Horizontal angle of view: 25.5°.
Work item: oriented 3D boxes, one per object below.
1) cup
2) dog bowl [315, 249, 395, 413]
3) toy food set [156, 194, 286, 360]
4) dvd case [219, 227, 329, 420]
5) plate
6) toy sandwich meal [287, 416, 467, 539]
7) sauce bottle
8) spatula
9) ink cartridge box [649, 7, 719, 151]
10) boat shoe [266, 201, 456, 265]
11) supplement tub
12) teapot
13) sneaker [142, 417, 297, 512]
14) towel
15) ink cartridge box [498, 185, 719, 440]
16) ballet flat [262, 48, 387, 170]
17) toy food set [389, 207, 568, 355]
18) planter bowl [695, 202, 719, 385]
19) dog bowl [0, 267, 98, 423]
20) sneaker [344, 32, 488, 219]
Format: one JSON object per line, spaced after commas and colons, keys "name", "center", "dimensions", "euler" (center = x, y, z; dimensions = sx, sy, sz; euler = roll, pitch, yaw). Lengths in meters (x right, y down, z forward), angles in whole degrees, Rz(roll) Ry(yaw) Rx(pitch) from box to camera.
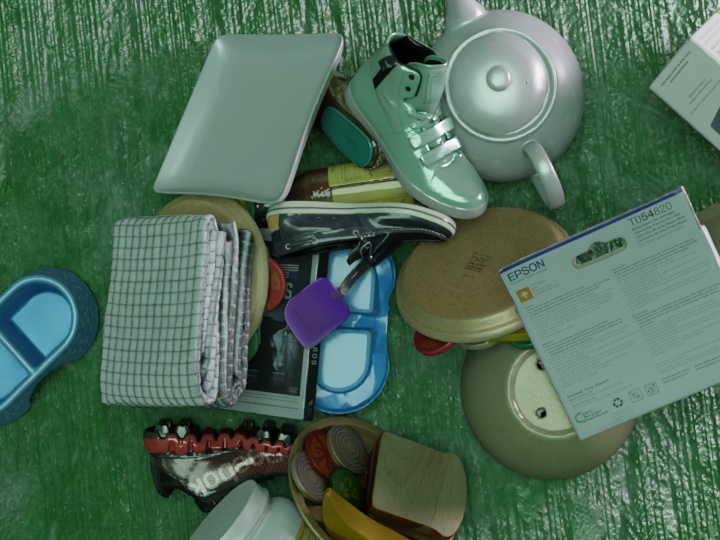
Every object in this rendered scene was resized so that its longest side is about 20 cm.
{"name": "cup", "center": [0.201, 0.123, 1.675], "dimensions": [0.198, 0.143, 0.203], "euler": [0, 87, 6]}
{"name": "dog bowl", "center": [-0.018, 0.054, 1.746], "dimensions": [0.110, 0.050, 0.203], "euler": [4, 88, 6]}
{"name": "toy food set", "center": [-0.168, 0.013, 1.734], "dimensions": [0.197, 0.048, 0.202], "euler": [-26, 72, 31]}
{"name": "dvd case", "center": [-0.105, 0.055, 1.733], "dimensions": [0.149, 0.025, 0.203], "euler": [4, 88, 35]}
{"name": "plate", "center": [-0.115, -0.162, 1.717], "dimensions": [0.198, 0.032, 0.202], "euler": [6, 70, 42]}
{"name": "toy sandwich meal", "center": [0.019, 0.227, 1.673], "dimensions": [0.205, 0.205, 0.070], "euler": [46, 129, 6]}
{"name": "sauce bottle", "center": [-0.025, -0.085, 1.747], "dimensions": [0.198, 0.066, 0.067], "euler": [-6, 86, 6]}
{"name": "spatula", "center": [0.000, 0.000, 1.697], "dimensions": [0.200, 0.020, 0.057], "euler": [-43, 106, -22]}
{"name": "ink cartridge box", "center": [0.423, -0.178, 1.664], "dimensions": [0.200, 0.145, 0.084], "euler": [42, 135, 6]}
{"name": "boat shoe", "center": [0.000, -0.036, 1.657], "dimensions": [0.197, 0.075, 0.063], "euler": [1, 78, -2]}
{"name": "supplement tub", "center": [-0.080, 0.330, 1.669], "dimensions": [0.200, 0.144, 0.144], "euler": [44, 91, -10]}
{"name": "teapot", "center": [0.150, -0.187, 1.695], "dimensions": [0.198, 0.146, 0.199], "euler": [19, 89, 5]}
{"name": "sneaker", "center": [-0.138, 0.215, 1.739], "dimensions": [0.198, 0.071, 0.099], "euler": [1, 94, 2]}
{"name": "towel", "center": [-0.191, 0.044, 1.668], "dimensions": [0.164, 0.085, 0.203], "euler": [-3, 81, 42]}
{"name": "ink cartridge box", "center": [0.259, 0.039, 1.536], "dimensions": [0.198, 0.041, 0.201], "euler": [-23, 106, 14]}
{"name": "ballet flat", "center": [-0.028, -0.181, 1.749], "dimensions": [0.200, 0.065, 0.071], "euler": [47, 133, 25]}
{"name": "toy food set", "center": [0.126, 0.010, 1.657], "dimensions": [0.198, 0.049, 0.199], "euler": [-1, 44, 25]}
{"name": "planter bowl", "center": [0.398, 0.011, 1.653], "dimensions": [0.198, 0.201, 0.136], "euler": [-19, 58, 4]}
{"name": "dog bowl", "center": [-0.383, 0.084, 1.770], "dimensions": [0.200, 0.050, 0.112], "euler": [-44, 84, 2]}
{"name": "sneaker", "center": [0.072, -0.150, 1.633], "dimensions": [0.074, 0.118, 0.201], "euler": [-35, 79, -36]}
